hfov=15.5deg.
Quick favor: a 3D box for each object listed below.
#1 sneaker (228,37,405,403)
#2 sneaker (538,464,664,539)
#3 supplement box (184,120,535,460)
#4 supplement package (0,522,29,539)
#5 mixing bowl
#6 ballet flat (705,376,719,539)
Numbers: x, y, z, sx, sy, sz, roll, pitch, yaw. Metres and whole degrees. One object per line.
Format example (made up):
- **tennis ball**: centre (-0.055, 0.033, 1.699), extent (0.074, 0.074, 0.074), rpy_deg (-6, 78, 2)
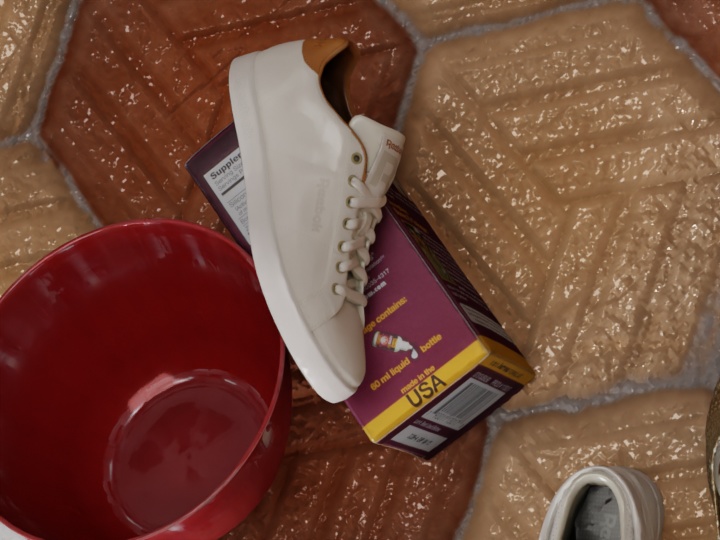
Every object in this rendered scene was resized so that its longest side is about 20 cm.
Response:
- **sneaker**: centre (-0.013, -0.033, 1.411), extent (0.084, 0.073, 0.201), rpy_deg (-16, 75, 17)
- **sneaker**: centre (0.119, 0.203, 1.428), extent (0.073, 0.116, 0.201), rpy_deg (4, 83, 15)
- **supplement box**: centre (0.000, 0.000, 1.500), extent (0.085, 0.110, 0.200), rpy_deg (-38, 72, 8)
- **supplement package**: centre (-0.274, 0.193, 1.530), extent (0.191, 0.147, 0.200), rpy_deg (38, 93, 18)
- **mixing bowl**: centre (-0.115, 0.083, 1.480), extent (0.199, 0.108, 0.201), rpy_deg (-11, 59, 18)
- **ballet flat**: centre (0.223, 0.143, 1.432), extent (0.070, 0.065, 0.201), rpy_deg (-10, 78, 15)
